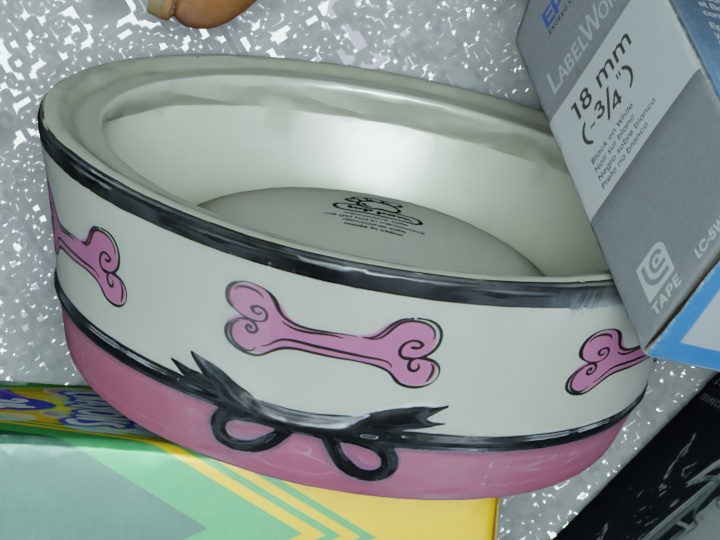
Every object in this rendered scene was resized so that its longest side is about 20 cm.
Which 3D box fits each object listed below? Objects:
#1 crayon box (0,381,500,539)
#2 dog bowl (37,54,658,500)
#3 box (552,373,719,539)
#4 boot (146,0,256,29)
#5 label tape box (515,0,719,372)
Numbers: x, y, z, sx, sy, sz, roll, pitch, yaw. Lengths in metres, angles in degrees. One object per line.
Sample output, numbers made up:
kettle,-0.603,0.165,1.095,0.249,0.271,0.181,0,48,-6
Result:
crayon box,-0.036,0.069,0.779,0.200,0.126,0.052,5,94,-8
dog bowl,0.000,0.000,0.749,0.200,0.200,0.074,7,109,-8
box,0.113,0.143,0.766,0.197,0.200,0.124,-44,99,-2
boot,0.045,-0.111,0.803,0.155,0.077,0.200,44,76,-6
label tape box,0.126,-0.050,0.729,0.144,0.200,0.063,14,127,-26
